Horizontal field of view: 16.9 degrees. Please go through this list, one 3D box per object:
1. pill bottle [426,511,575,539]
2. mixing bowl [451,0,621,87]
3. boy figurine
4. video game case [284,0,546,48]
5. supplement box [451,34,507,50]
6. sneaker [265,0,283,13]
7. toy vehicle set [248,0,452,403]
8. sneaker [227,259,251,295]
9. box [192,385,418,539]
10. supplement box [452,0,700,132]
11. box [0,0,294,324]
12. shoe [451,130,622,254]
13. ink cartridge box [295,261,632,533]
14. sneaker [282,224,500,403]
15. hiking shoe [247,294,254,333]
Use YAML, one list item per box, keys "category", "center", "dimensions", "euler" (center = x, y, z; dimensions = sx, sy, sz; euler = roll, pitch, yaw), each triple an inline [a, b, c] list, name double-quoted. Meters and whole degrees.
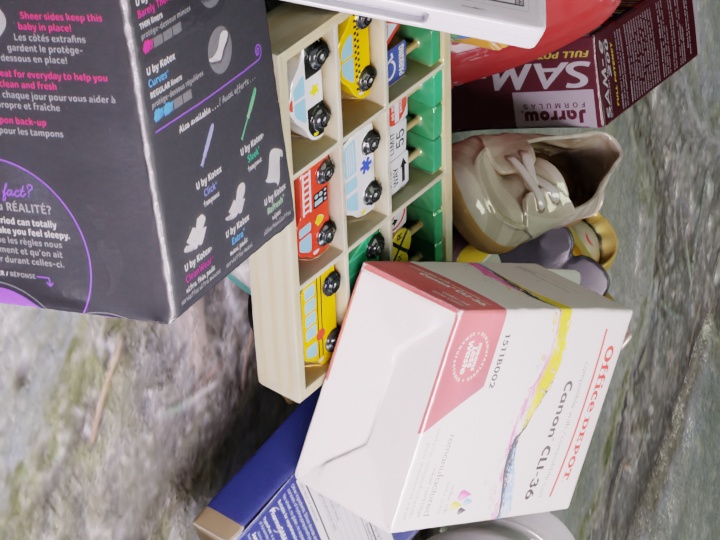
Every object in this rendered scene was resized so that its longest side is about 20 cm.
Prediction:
- category: "pill bottle"
  center: [0.060, 0.225, 1.425]
  dimensions: [0.200, 0.113, 0.113]
  euler: [-56, 142, -48]
- category: "mixing bowl"
  center: [0.098, -0.205, 1.374]
  dimensions: [0.200, 0.108, 0.200]
  euler: [-2, 90, -85]
- category: "boy figurine"
  center: [0.133, -0.001, 1.564]
  dimensions: [0.124, 0.064, 0.200]
  euler: [49, 12, 4]
- category: "video game case"
  center: [-0.015, -0.177, 1.083]
  dimensions: [0.018, 0.200, 0.143]
  euler: [119, -23, -55]
- category: "supplement box"
  center: [0.061, -0.219, 1.241]
  dimensions: [0.069, 0.066, 0.200]
  euler: [23, 80, -63]
- category: "sneaker"
  center: [-0.014, -0.199, 1.155]
  dimensions: [0.115, 0.075, 0.200]
  euler: [-107, -151, -68]
- category: "toy vehicle set"
  center: [-0.004, -0.049, 1.135]
  dimensions: [0.124, 0.027, 0.200]
  euler: [-40, 142, -37]
- category: "sneaker"
  center: [-0.060, -0.070, 1.127]
  dimensions: [0.091, 0.078, 0.200]
  euler: [-47, 152, -12]
- category: "box"
  center: [0.002, 0.101, 1.251]
  dimensions: [0.200, 0.032, 0.121]
  euler: [-45, 141, -24]
- category: "supplement box"
  center: [0.133, -0.140, 1.531]
  dimensions: [0.200, 0.109, 0.061]
  euler: [-38, 123, -60]
- category: "box"
  center: [-0.112, -0.094, 0.975]
  dimensions: [0.106, 0.122, 0.200]
  euler: [-43, 132, -53]
- category: "shoe"
  center: [0.098, -0.054, 1.384]
  dimensions: [0.070, 0.053, 0.200]
  euler: [60, 24, 7]
- category: "ink cartridge box"
  center: [0.066, 0.060, 1.222]
  dimensions: [0.200, 0.067, 0.117]
  euler: [-1, 112, -54]
- category: "sneaker"
  center: [0.000, 0.000, 1.323]
  dimensions: [0.200, 0.075, 0.090]
  euler: [-38, 106, -53]
- category: "hiking shoe"
  center: [-0.030, -0.049, 1.250]
  dimensions: [0.101, 0.076, 0.200]
  euler: [52, 39, -41]
